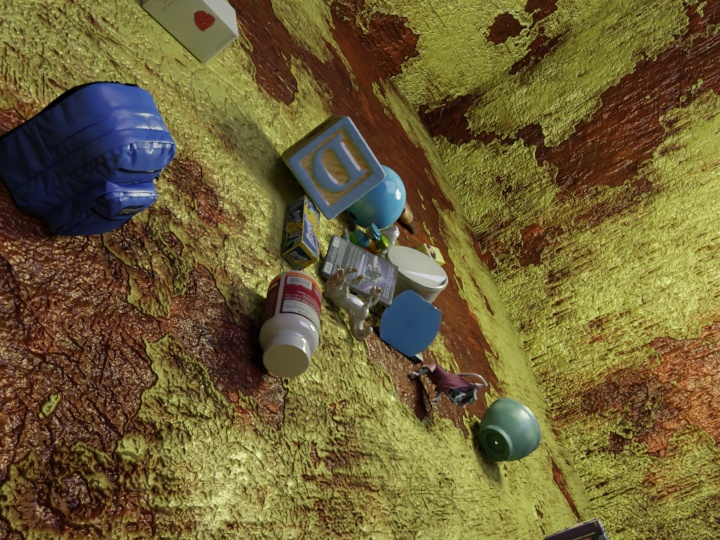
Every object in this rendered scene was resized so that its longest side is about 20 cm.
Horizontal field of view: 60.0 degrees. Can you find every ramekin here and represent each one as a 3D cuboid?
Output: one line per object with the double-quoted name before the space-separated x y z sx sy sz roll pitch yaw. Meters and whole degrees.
"ramekin" 0.148 0.024 1.822 0.200 0.095 0.203 21 27 -11

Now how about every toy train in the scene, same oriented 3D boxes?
"toy train" 0.037 -0.060 1.822 0.200 0.115 0.085 37 31 -49

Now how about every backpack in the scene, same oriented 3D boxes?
"backpack" -0.352 -0.153 0.852 0.169 0.199 0.162 59 19 -4

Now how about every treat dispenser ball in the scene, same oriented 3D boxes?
"treat dispenser ball" 0.041 -0.227 1.931 0.201 0.200 0.202 50 23 -29

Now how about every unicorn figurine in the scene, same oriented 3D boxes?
"unicorn figurine" -0.010 0.085 1.534 0.199 0.138 0.074 40 4 -1

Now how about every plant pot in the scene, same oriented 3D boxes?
"plant pot" 0.464 0.534 2.020 0.133 0.200 0.202 -23 84 -43

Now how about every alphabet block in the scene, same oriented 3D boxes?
"alphabet block" -0.075 -0.277 1.640 0.196 0.195 0.200 56 -1 -18

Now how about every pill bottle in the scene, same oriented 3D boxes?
"pill bottle" -0.133 0.101 1.187 0.113 0.112 0.201 49 23 -30

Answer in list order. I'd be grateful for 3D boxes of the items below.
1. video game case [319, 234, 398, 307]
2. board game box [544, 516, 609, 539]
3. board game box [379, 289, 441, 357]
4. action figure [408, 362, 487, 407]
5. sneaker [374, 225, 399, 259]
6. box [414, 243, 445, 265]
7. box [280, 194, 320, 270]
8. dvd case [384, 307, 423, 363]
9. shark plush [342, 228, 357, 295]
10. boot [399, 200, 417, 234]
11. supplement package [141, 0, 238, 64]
"video game case" 0.000 0.000 1.613 0.198 0.019 0.144 27 44 -11
"board game box" 0.757 0.958 2.125 0.057 0.199 0.167 11 51 -63
"board game box" 0.132 0.145 1.752 0.199 0.159 0.039 35 -1 -30
"action figure" 0.237 0.306 1.783 0.200 0.149 0.134 35 -16 49
"sneaker" 0.082 -0.068 1.911 0.116 0.075 0.200 65 -19 -5
"box" 0.286 -0.058 2.541 0.076 0.050 0.200 66 19 13
"box" -0.141 -0.092 1.499 0.070 0.064 0.201 48 24 -32
"dvd case" 0.124 0.166 1.874 0.150 0.025 0.202 41 28 -44
"shark plush" -0.014 -0.021 1.691 0.091 0.083 0.201 42 27 -42
"boot" 0.165 -0.256 2.518 0.167 0.072 0.202 52 17 -59
"supplement package" -0.401 -0.620 1.477 0.200 0.121 0.121 37 30 -48
